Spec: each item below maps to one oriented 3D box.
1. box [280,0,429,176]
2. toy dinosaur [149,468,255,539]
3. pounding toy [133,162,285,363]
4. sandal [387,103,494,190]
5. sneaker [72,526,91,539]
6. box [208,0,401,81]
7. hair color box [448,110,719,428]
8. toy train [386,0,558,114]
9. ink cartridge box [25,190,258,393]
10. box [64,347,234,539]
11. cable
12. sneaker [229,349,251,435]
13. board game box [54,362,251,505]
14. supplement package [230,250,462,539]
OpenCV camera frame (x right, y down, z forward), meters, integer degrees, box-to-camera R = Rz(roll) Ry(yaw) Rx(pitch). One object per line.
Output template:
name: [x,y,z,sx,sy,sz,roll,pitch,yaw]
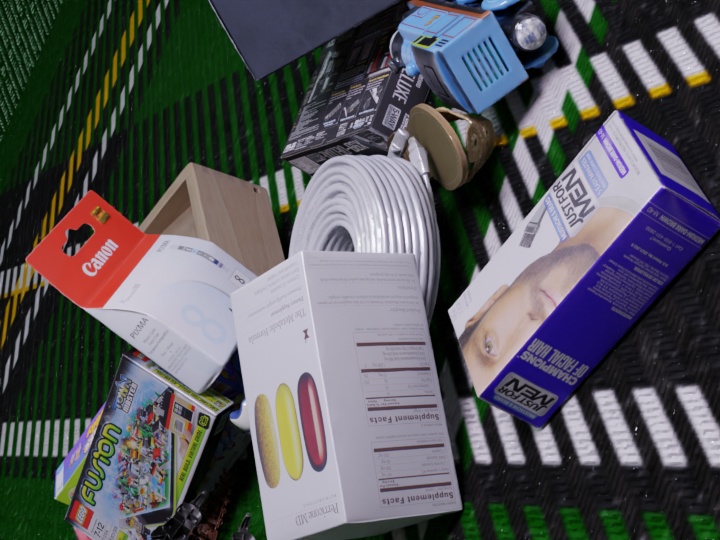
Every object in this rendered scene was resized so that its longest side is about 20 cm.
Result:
box: [0.005,-0.189,1.524,0.200,0.050,0.159,-11,55,59]
toy dinosaur: [-0.159,0.269,1.335,0.136,0.101,0.201,125,147,-52]
pounding toy: [-0.167,0.012,1.588,0.200,0.142,0.185,-47,41,31]
sandal: [0.082,-0.115,1.284,0.069,0.078,0.212,-23,4,-12]
sneaker: [-0.252,0.214,1.587,0.087,0.073,0.201,-4,61,60]
box: [-0.020,-0.308,1.467,0.199,0.124,0.197,-24,10,32]
hair color box: [0.152,0.000,1.031,0.200,0.065,0.110,-53,27,23]
toy train: [0.091,-0.206,1.297,0.114,0.087,0.200,-35,24,-8]
ink cartridge box: [-0.191,0.005,1.362,0.047,0.200,0.160,-48,8,29]
box: [-0.200,0.181,1.373,0.035,0.110,0.201,-32,-31,-60]
cable: [0.000,0.000,1.260,0.200,0.069,0.201,-55,38,43]
sneaker: [-0.072,0.075,1.362,0.075,0.088,0.201,-45,28,36]
board game box: [-0.194,0.168,1.447,0.200,0.134,0.045,-53,26,20]
supplement package: [-0.013,0.097,1.109,0.114,0.109,0.201,-30,66,50]
